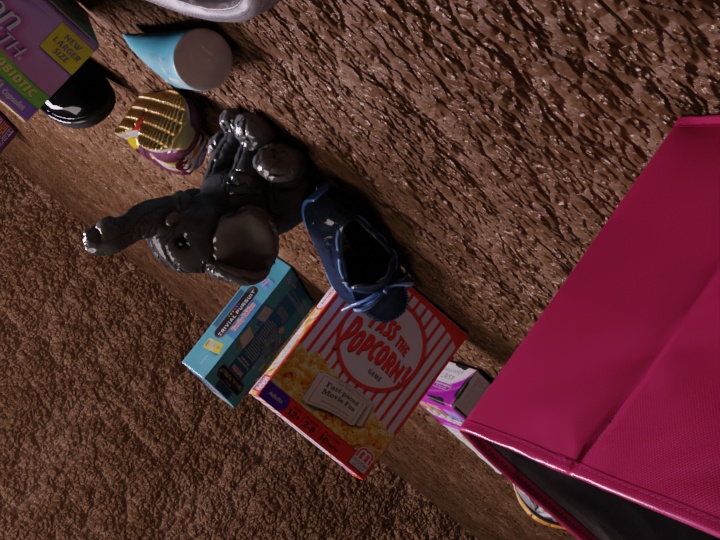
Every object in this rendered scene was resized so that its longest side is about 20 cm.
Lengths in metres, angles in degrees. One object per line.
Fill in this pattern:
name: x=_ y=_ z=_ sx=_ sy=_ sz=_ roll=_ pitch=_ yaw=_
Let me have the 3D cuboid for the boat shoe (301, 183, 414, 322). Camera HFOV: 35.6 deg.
boat shoe: x=0.000 y=0.000 z=1.120 sx=0.069 sy=0.084 sz=0.200 roll=42 pitch=176 yaw=42

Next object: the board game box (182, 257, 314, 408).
board game box: x=-0.160 y=0.089 z=1.639 sx=0.047 sy=0.200 sz=0.151 roll=33 pitch=167 yaw=22

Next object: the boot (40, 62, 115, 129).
boot: x=-0.390 y=-0.259 z=1.294 sx=0.211 sy=0.079 sz=0.158 roll=33 pitch=167 yaw=22

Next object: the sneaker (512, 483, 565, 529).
sneaker: x=0.298 y=0.321 z=1.511 sx=0.200 sy=0.078 sz=0.077 roll=31 pitch=154 yaw=13

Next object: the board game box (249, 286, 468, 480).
board game box: x=0.000 y=0.102 z=1.225 sx=0.151 sy=0.200 sz=0.046 roll=40 pitch=167 yaw=-12

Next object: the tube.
tube: x=-0.166 y=-0.188 z=1.006 sx=0.077 sy=0.050 sz=0.200 roll=47 pitch=170 yaw=-23

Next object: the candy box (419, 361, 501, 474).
candy box: x=0.163 y=0.197 z=1.439 sx=0.200 sy=0.061 sz=0.136 roll=43 pitch=166 yaw=-22

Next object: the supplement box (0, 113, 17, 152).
supplement box: x=-0.789 y=-0.312 z=2.191 sx=0.131 sy=0.103 sz=0.200 roll=31 pitch=167 yaw=26

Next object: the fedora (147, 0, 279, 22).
fedora: x=-0.111 y=-0.221 z=0.604 sx=0.200 sy=0.090 sz=0.177 roll=22 pitch=163 yaw=31

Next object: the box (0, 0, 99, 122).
box: x=-0.342 y=-0.249 z=1.023 sx=0.176 sy=0.097 sz=0.200 roll=44 pitch=-176 yaw=-27

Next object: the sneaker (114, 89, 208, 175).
sneaker: x=-0.195 y=-0.143 z=1.210 sx=0.090 sy=0.075 sz=0.200 roll=35 pitch=177 yaw=-29

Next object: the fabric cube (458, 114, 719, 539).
fabric cube: x=0.205 y=0.065 z=0.502 sx=0.196 sy=0.199 sz=0.200 roll=42 pitch=167 yaw=-22

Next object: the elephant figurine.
elephant figurine: x=-0.143 y=-0.046 z=1.083 sx=0.155 sy=0.200 sz=0.142 roll=37 pitch=168 yaw=0
